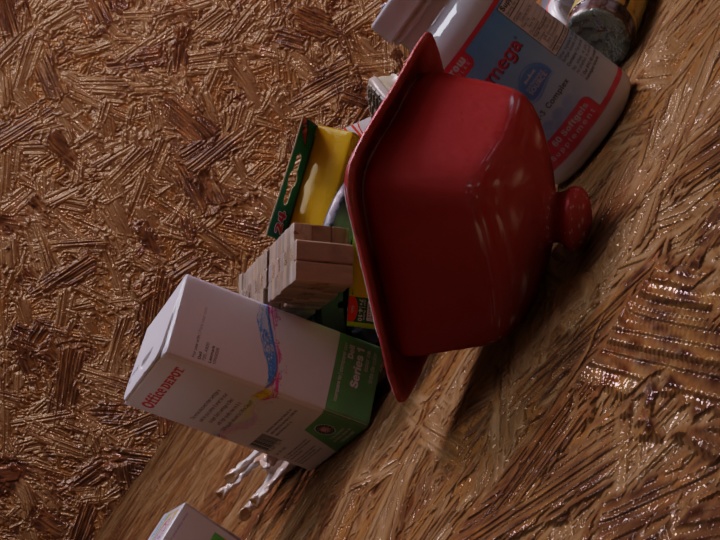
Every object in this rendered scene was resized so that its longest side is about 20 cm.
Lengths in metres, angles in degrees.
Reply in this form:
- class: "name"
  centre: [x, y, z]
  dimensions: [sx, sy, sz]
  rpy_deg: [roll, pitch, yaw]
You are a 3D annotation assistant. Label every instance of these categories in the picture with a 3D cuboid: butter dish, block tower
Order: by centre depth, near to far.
- class: "butter dish"
  centre: [0.086, -0.038, 0.980]
  dimensions: [0.201, 0.146, 0.202]
  rpy_deg: [-61, -35, -47]
- class: "block tower"
  centre: [-0.061, 0.009, 1.289]
  dimensions: [0.200, 0.057, 0.055]
  rpy_deg: [146, 128, -66]

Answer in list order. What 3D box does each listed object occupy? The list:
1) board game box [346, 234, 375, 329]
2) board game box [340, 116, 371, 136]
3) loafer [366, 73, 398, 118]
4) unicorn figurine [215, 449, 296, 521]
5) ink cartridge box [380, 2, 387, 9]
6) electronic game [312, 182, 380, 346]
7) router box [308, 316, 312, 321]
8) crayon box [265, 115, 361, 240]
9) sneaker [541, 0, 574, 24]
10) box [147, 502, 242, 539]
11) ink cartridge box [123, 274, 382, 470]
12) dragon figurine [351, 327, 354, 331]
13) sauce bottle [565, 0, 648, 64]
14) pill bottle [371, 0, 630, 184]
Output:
- class: "board game box"
  centre: [0.031, -0.015, 1.311]
  dimensions: [0.200, 0.047, 0.103]
  rpy_deg: [-40, -45, -77]
- class: "board game box"
  centre: [0.000, -0.102, 1.631]
  dimensions: [0.151, 0.046, 0.201]
  rpy_deg: [-28, -20, -34]
- class: "loafer"
  centre: [0.079, -0.127, 1.391]
  dimensions: [0.068, 0.200, 0.076]
  rpy_deg: [-30, -31, -21]
- class: "unicorn figurine"
  centre: [-0.091, 0.188, 1.478]
  dimensions: [0.138, 0.074, 0.199]
  rpy_deg: [-48, 17, -25]
- class: "ink cartridge box"
  centre: [0.116, -0.207, 1.303]
  dimensions: [0.068, 0.199, 0.115]
  rpy_deg: [-53, 7, 6]
- class: "electronic game"
  centre: [0.000, 0.000, 1.415]
  dimensions: [0.199, 0.041, 0.203]
  rpy_deg: [8, -90, -67]
- class: "router box"
  centre: [-0.061, 0.039, 1.662]
  dimensions: [0.199, 0.062, 0.150]
  rpy_deg: [-26, -18, -47]
- class: "crayon box"
  centre: [-0.013, -0.066, 1.459]
  dimensions: [0.199, 0.050, 0.129]
  rpy_deg: [24, -99, -60]
- class: "sneaker"
  centre: [0.209, -0.264, 1.496]
  dimensions: [0.082, 0.076, 0.201]
  rpy_deg: [-58, 3, 33]
- class: "box"
  centre: [-0.171, 0.313, 1.222]
  dimensions: [0.201, 0.101, 0.112]
  rpy_deg: [-58, 7, -22]
- class: "ink cartridge box"
  centre: [-0.100, 0.097, 1.306]
  dimensions: [0.145, 0.198, 0.085]
  rpy_deg: [135, 152, -57]
- class: "dragon figurine"
  centre: [-0.022, 0.080, 1.506]
  dimensions: [0.099, 0.059, 0.201]
  rpy_deg: [-47, 11, 53]
- class: "sauce bottle"
  centre: [0.235, -0.257, 1.302]
  dimensions: [0.065, 0.064, 0.201]
  rpy_deg: [-49, 7, 42]
- class: "pill bottle"
  centre: [0.111, -0.169, 1.144]
  dimensions: [0.109, 0.199, 0.109]
  rpy_deg: [-54, 6, 8]
